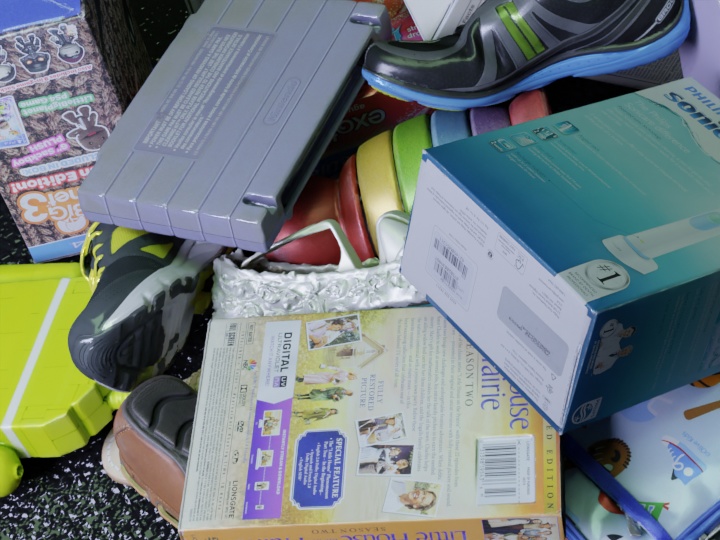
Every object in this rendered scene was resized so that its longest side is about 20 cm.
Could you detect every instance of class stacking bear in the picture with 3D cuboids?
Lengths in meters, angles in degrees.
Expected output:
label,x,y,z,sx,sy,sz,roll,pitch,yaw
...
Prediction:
label,x,y,z,sx,sy,sz,roll,pitch,yaw
stacking bear,0.030,-0.036,1.129,0.199,0.114,0.122,-15,51,9

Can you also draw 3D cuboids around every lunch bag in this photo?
label,x,y,z,sx,sy,sz,roll,pitch,yaw
lunch bag,0.143,0.091,1.015,0.160,0.076,0.200,-36,51,-13

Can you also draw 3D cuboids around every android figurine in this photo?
label,x,y,z,sx,sy,sz,roll,pitch,yaw
android figurine,-0.216,0.062,1.140,0.199,0.041,0.183,-5,45,19

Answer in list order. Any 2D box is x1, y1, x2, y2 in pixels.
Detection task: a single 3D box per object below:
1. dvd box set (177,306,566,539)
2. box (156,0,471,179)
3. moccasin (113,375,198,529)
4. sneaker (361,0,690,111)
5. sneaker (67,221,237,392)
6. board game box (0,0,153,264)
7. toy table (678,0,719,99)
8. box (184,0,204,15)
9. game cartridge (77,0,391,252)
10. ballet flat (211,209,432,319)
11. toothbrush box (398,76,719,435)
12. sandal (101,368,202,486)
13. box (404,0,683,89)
label,x,y,z,sx,sy,sz,roll,pitch,yaw
dvd box set,0.009,0.082,0.980,0.199,0.029,0.147,-4,48,8
box,-0.022,-0.106,1.203,0.199,0.096,0.100,-19,49,-2
moccasin,-0.061,0.145,1.023,0.201,0.078,0.074,32,47,16
sneaker,0.095,-0.148,1.084,0.199,0.083,0.071,-15,22,-1
sneaker,-0.137,0.008,1.095,0.084,0.075,0.200,21,25,9
board game box,-0.201,-0.135,1.203,0.096,0.200,0.160,-13,50,3
toy table,0.268,-0.104,1.089,0.117,0.201,0.184,-15,10,-4
box,-0.022,-0.208,1.276,0.199,0.117,0.060,-14,47,4
game cartridge,-0.075,-0.097,1.118,0.129,0.038,0.200,8,49,25
ballet flat,0.000,0.000,1.060,0.199,0.072,0.072,-10,49,18
toothbrush box,0.145,-0.015,0.980,0.199,0.086,0.146,-19,46,-32
sandal,-0.061,0.069,1.086,0.211,0.070,0.078,-10,50,6
box,0.132,-0.182,1.164,0.199,0.095,0.078,8,40,-30
